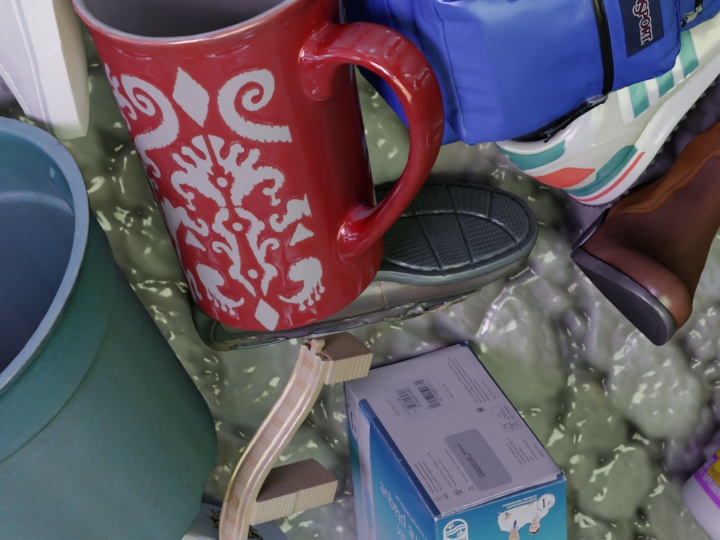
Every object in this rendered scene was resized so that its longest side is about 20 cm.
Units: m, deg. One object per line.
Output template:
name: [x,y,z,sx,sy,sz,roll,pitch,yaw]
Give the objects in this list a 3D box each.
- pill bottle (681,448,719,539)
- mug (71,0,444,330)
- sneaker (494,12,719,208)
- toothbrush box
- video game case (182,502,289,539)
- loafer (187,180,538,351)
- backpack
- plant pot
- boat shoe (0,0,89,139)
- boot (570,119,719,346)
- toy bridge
pill bottle: [0.308,0.110,1.477,0.200,0.104,0.104,-46,128,6]
mug: [-0.048,-0.066,1.160,0.133,0.178,0.200,-27,132,-16]
sneaker: [0.146,-0.129,1.270,0.093,0.070,0.200,17,114,-39]
toothbrush box: [0.058,0.169,1.371,0.085,0.147,0.201,-16,127,-15]
video game case: [-0.153,0.216,1.337,0.200,0.045,0.181,-51,142,11]
loafer: [0.000,0.000,1.297,0.199,0.072,0.063,-10,144,-11]
backpack: [0.097,-0.161,1.170,0.200,0.168,0.163,-26,137,-11]
plant pot: [-0.180,0.060,1.173,0.200,0.200,0.196,-35,137,-1]
boat shoe: [-0.182,-0.145,1.113,0.068,0.072,0.200,-11,134,7]
boot: [0.211,-0.053,1.287,0.200,0.188,0.068,-44,90,8]
toy bridge: [-0.045,0.124,1.300,0.067,0.027,0.201,-11,126,-40]
